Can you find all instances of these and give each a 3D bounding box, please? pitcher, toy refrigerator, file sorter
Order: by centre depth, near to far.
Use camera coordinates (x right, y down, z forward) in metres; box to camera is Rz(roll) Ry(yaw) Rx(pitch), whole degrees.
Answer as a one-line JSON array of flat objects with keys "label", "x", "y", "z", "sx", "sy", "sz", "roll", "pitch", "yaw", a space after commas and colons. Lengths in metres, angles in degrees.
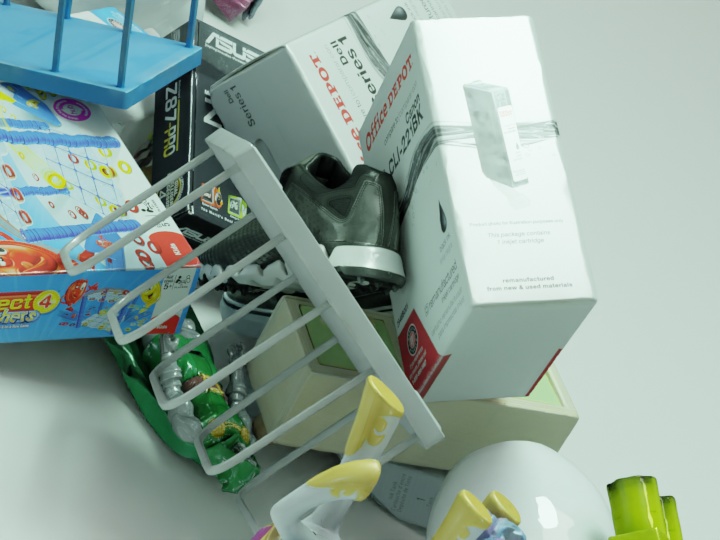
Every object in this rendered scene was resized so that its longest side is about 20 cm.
[{"label": "file sorter", "x": -0.067, "y": 0.038, "z": 1.413, "sx": 0.200, "sy": 0.125, "sz": 0.139, "roll": 56, "pitch": -4, "yaw": -11}, {"label": "pitcher", "x": 0.122, "y": 0.218, "z": 1.513, "sx": 0.172, "sy": 0.121, "sz": 0.200, "roll": 43, "pitch": 24, "yaw": -41}, {"label": "toy refrigerator", "x": 0.035, "y": 0.076, "z": 1.577, "sx": 0.200, "sy": 0.070, "sz": 0.076, "roll": 11, "pitch": 36, "yaw": -27}, {"label": "file sorter", "x": -0.215, "y": -0.200, "z": 1.625, "sx": 0.200, "sy": 0.123, "sz": 0.139, "roll": 14, "pitch": 21, "yaw": 13}]

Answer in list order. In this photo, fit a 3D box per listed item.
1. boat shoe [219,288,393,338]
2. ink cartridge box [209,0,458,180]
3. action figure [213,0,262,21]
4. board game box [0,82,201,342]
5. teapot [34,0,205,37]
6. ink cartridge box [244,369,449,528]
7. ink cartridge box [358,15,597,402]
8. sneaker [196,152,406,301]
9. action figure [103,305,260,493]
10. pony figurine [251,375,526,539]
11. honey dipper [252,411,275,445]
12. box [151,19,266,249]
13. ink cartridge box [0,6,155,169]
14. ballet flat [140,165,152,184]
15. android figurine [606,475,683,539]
[{"label": "boat shoe", "x": 0.000, "y": 0.000, "z": 1.634, "sx": 0.200, "sy": 0.071, "sz": 0.072, "roll": -6, "pitch": 27, "yaw": 12}, {"label": "ink cartridge box", "x": 0.007, "y": -0.108, "z": 1.731, "sx": 0.200, "sy": 0.084, "sz": 0.146, "roll": -33, "pitch": 95, "yaw": -51}, {"label": "action figure", "x": -0.144, "y": -0.308, "z": 2.118, "sx": 0.200, "sy": 0.149, "sz": 0.134, "roll": 37, "pitch": 25, "yaw": -34}, {"label": "board game box", "x": -0.229, "y": -0.039, "z": 1.519, "sx": 0.196, "sy": 0.056, "sz": 0.200, "roll": -3, "pitch": 40, "yaw": -34}, {"label": "teapot", "x": -0.207, "y": -0.268, "z": 1.949, "sx": 0.197, "sy": 0.146, "sz": 0.200, "roll": 6, "pitch": 65, "yaw": -15}, {"label": "ink cartridge box", "x": 0.017, "y": 0.108, "z": 1.672, "sx": 0.200, "sy": 0.057, "sz": 0.163, "roll": 14, "pitch": 24, "yaw": 2}, {"label": "ink cartridge box", "x": 0.068, "y": -0.038, "z": 1.509, "sx": 0.084, "sy": 0.144, "sz": 0.200, "roll": -2, "pitch": 64, "yaw": -16}, {"label": "sneaker", "x": -0.037, "y": -0.028, "z": 1.560, "sx": 0.066, "sy": 0.091, "sz": 0.200, "roll": 13, "pitch": -11, "yaw": -36}, {"label": "action figure", "x": -0.111, "y": 0.065, "z": 1.553, "sx": 0.118, "sy": 0.055, "sz": 0.200, "roll": 15, "pitch": 34, "yaw": -45}, {"label": "pony figurine", "x": -0.008, "y": 0.183, "z": 1.330, "sx": 0.193, "sy": 0.200, "sz": 0.167, "roll": 43, "pitch": 12, "yaw": -22}, {"label": "honey dipper", "x": -0.038, "y": 0.064, "z": 1.636, "sx": 0.038, "sy": 0.038, "sz": 0.200, "roll": 35, "pitch": 29, "yaw": -1}, {"label": "box", "x": -0.060, "y": -0.068, "z": 1.742, "sx": 0.200, "sy": 0.049, "sz": 0.161, "roll": 25, "pitch": 51, "yaw": -37}, {"label": "ink cartridge box", "x": -0.200, "y": -0.123, "z": 1.766, "sx": 0.115, "sy": 0.068, "sz": 0.200, "roll": 38, "pitch": 23, "yaw": 12}, {"label": "ballet flat", "x": -0.101, "y": -0.055, "z": 1.777, "sx": 0.200, "sy": 0.063, "sz": 0.069, "roll": 9, "pitch": 31, "yaw": -45}, {"label": "android figurine", "x": 0.182, "y": 0.228, "z": 1.459, "sx": 0.182, "sy": 0.041, "sz": 0.200, "roll": 41, "pitch": 40, "yaw": -67}]
